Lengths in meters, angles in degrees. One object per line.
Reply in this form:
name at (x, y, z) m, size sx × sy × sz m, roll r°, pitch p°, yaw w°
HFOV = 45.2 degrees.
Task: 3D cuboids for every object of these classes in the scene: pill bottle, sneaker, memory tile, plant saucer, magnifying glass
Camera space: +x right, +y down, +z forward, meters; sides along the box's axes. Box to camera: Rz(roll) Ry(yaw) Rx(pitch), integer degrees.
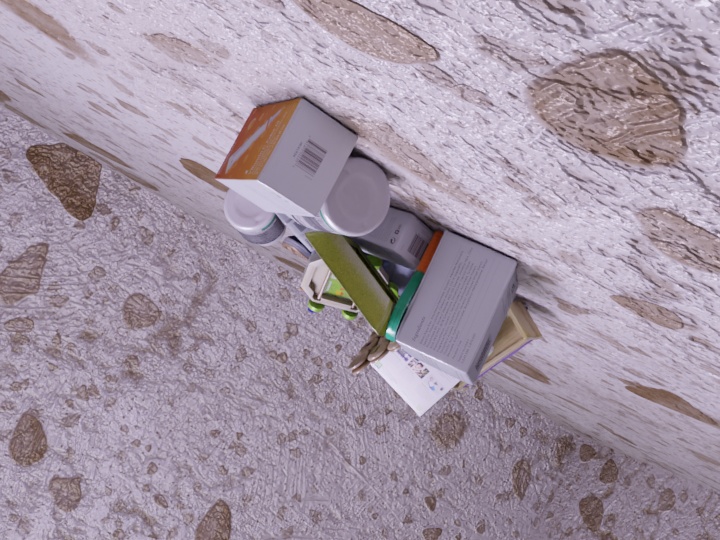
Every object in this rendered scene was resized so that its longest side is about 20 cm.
pill bottle at (-0.222, -0.120, 1.880) m, size 0.112 × 0.114 × 0.200 m, roll 27°, pitch 172°, yaw 9°
pill bottle at (-0.048, -0.115, 1.297) m, size 0.113 × 0.114 × 0.200 m, roll 31°, pitch 173°, yaw -27°
sneaker at (-0.087, -0.070, 1.758) m, size 0.070 × 0.109 × 0.200 m, roll 29°, pitch -179°, yaw 22°
memory tile at (0.060, 0.108, 1.597) m, size 0.153 × 0.200 × 0.017 m, roll -34°, pitch 102°, yaw 37°
plant saucer at (0.004, 0.015, 1.428) m, size 0.200 × 0.048 × 0.200 m, roll 53°, pitch -174°, yaw 11°
magnifying glass at (0.090, 0.024, 1.404) m, size 0.022 × 0.201 × 0.080 m, roll 21°, pitch 160°, yaw 12°

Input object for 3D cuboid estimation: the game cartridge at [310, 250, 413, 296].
game cartridge at (0.000, 0.000, 1.648) m, size 0.198 × 0.042 × 0.134 m, roll 8°, pitch 136°, yaw -6°

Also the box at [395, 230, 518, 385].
box at (0.165, 0.068, 1.439) m, size 0.130 × 0.201 × 0.199 m, roll 24°, pitch 173°, yaw 15°

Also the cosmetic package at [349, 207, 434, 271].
cosmetic package at (0.032, -0.068, 1.497) m, size 0.199 × 0.072 × 0.101 m, roll 21°, pitch 170°, yaw 43°

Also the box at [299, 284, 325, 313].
box at (-0.055, -0.005, 1.760) m, size 0.041 × 0.201 × 0.119 m, roll 36°, pitch 175°, yaw 14°

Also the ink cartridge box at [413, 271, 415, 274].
ink cartridge box at (0.116, 0.053, 1.742) m, size 0.199 × 0.147 × 0.083 m, roll 22°, pitch 172°, yaw 41°

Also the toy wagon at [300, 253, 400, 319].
toy wagon at (-0.009, 0.027, 1.622) m, size 0.198 × 0.040 × 0.156 m, roll 14°, pitch 133°, yaw -12°

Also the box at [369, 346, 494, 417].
box at (0.133, 0.161, 1.632) m, size 0.144 × 0.200 × 0.036 m, roll 46°, pitch -156°, yaw 3°

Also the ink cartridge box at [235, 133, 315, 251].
ink cartridge box at (-0.152, -0.137, 1.544) m, size 0.200 × 0.047 × 0.160 m, roll 48°, pitch 180°, yaw 21°

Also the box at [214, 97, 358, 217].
box at (-0.107, -0.154, 1.193) m, size 0.097 × 0.125 × 0.200 m, roll 31°, pitch 172°, yaw -25°

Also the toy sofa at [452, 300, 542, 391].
toy sofa at (0.249, 0.146, 1.663) m, size 0.097 × 0.200 × 0.083 m, roll 9°, pitch -133°, yaw -55°
